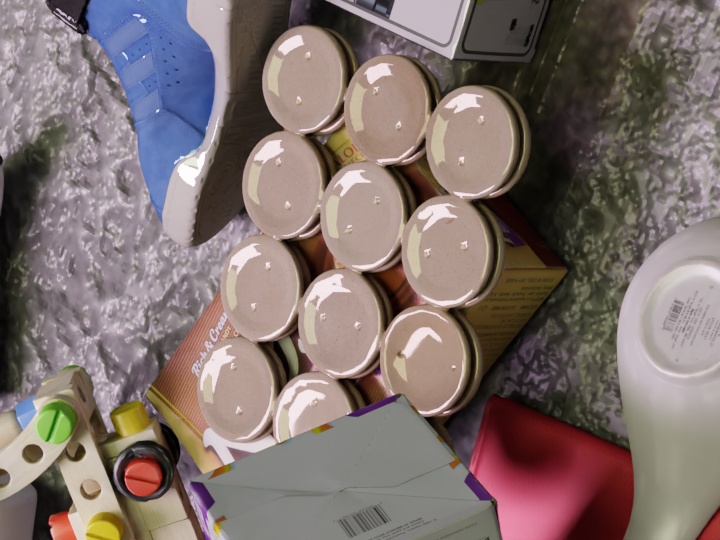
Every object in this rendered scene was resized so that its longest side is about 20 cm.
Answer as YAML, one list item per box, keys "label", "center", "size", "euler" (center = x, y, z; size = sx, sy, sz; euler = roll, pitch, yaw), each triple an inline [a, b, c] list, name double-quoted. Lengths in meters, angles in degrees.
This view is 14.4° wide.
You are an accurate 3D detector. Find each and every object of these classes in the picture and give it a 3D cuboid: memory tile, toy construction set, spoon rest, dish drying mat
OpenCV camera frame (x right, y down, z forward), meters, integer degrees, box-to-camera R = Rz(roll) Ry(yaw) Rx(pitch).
- label: "memory tile"
  center: [0.000, 0.000, 1.279]
  size: [0.153, 0.017, 0.200]
  euler: [21, 103, 37]
- label: "toy construction set"
  center: [-0.142, 0.129, 1.389]
  size: [0.131, 0.092, 0.200]
  euler: [-19, 118, 6]
- label: "spoon rest"
  center: [0.132, 0.070, 1.211]
  size: [0.099, 0.061, 0.200]
  euler: [25, 86, 36]
- label: "dish drying mat"
  center: [0.126, 0.123, 1.248]
  size: [0.200, 0.018, 0.077]
  euler: [23, 102, 38]

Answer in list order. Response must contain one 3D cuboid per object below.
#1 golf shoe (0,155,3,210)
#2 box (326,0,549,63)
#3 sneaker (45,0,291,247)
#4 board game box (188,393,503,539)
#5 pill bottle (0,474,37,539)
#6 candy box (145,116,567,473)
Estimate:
- label: "golf shoe"
  center: [-0.219, 0.024, 1.503]
  size: [0.094, 0.078, 0.200]
  euler: [40, 122, 19]
- label: "box"
  center: [0.005, -0.183, 1.313]
  size: [0.200, 0.060, 0.117]
  euler: [30, 110, 35]
- label: "sneaker"
  center: [-0.096, -0.107, 1.345]
  size: [0.111, 0.077, 0.200]
  euler: [33, 143, 20]
- label: "board game box"
  center: [0.011, 0.174, 1.214]
  size: [0.103, 0.105, 0.200]
  euler: [-132, 24, -57]
- label: "pill bottle"
  center: [-0.227, 0.205, 1.478]
  size: [0.114, 0.114, 0.200]
  euler: [17, 102, 38]
- label: "candy box"
  center: [-0.006, 0.029, 1.330]
  size: [0.200, 0.056, 0.117]
  euler: [-52, 61, 26]
